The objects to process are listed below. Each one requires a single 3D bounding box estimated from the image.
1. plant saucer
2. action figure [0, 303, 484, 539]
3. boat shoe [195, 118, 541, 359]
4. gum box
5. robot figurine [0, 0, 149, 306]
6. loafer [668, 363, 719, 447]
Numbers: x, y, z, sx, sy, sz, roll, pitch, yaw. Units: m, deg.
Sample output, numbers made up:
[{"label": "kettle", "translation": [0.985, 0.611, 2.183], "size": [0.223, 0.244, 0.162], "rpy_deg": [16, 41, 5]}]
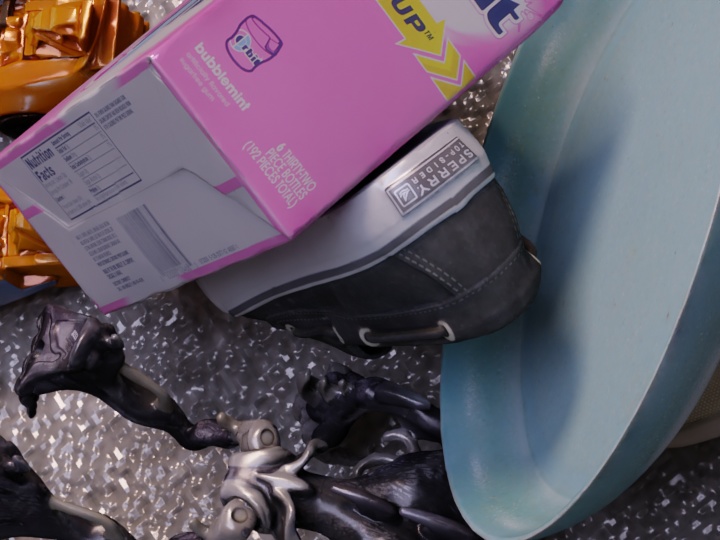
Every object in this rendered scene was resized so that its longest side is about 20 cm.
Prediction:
[{"label": "plant saucer", "translation": [0.073, -0.018, 0.792], "size": [0.027, 0.200, 0.202], "rpy_deg": [15, 79, -16]}, {"label": "action figure", "translation": [-0.019, 0.078, 0.886], "size": [0.199, 0.102, 0.120], "rpy_deg": [19, 74, -1]}, {"label": "boat shoe", "translation": [0.000, 0.000, 0.865], "size": [0.068, 0.200, 0.057], "rpy_deg": [-38, 96, -15]}, {"label": "gum box", "translation": [-0.034, -0.055, 0.865], "size": [0.113, 0.200, 0.066], "rpy_deg": [-41, 99, -21]}, {"label": "robot figurine", "translation": [-0.175, -0.044, 1.001], "size": [0.199, 0.058, 0.146], "rpy_deg": [-3, 74, 21]}, {"label": "loafer", "translation": [0.126, -0.037, 0.800], "size": [0.200, 0.068, 0.076], "rpy_deg": [-51, 35, 15]}]
